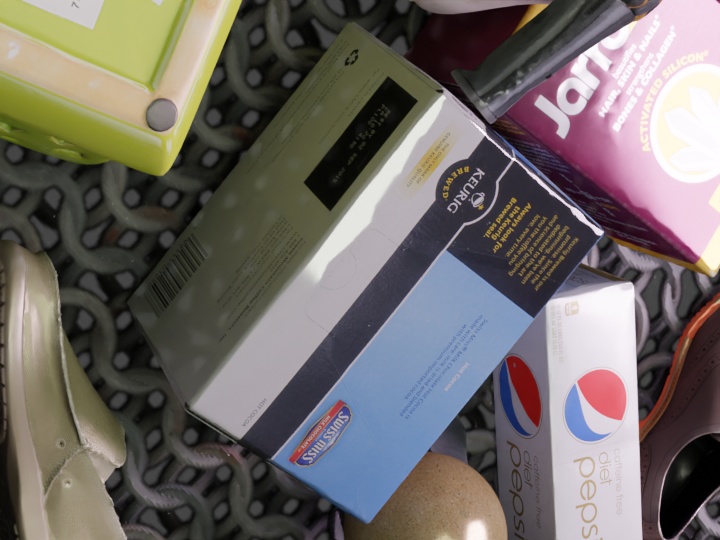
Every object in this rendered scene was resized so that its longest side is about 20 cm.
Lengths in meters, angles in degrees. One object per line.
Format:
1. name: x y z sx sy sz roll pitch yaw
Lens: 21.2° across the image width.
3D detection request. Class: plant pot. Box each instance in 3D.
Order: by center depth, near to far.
1. plant pot: -0.152 -0.160 0.878 0.198 0.181 0.201 23 92 -30

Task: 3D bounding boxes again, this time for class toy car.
1. toy car: 0.029 0.164 1.071 0.163 0.201 0.158 5 144 -31

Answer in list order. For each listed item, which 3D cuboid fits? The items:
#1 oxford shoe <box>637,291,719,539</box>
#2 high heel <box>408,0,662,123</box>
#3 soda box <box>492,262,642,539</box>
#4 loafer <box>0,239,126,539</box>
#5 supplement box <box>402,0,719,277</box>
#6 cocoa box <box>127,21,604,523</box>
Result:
1. oxford shoe: 0.225 0.085 1.191 0.071 0.072 0.201 37 83 -28
2. high heel: 0.074 -0.188 0.985 0.142 0.201 0.071 -36 155 10
3. soda box: 0.123 0.100 1.144 0.063 0.068 0.202 -12 107 -25
4. loafer: -0.159 0.075 0.992 0.068 0.076 0.202 -14 117 -26
5. supplement box: 0.142 -0.108 1.087 0.199 0.103 0.132 34 86 -28
6. cocoa box: 0.000 0.000 1.001 0.131 0.133 0.200 36 96 -30
